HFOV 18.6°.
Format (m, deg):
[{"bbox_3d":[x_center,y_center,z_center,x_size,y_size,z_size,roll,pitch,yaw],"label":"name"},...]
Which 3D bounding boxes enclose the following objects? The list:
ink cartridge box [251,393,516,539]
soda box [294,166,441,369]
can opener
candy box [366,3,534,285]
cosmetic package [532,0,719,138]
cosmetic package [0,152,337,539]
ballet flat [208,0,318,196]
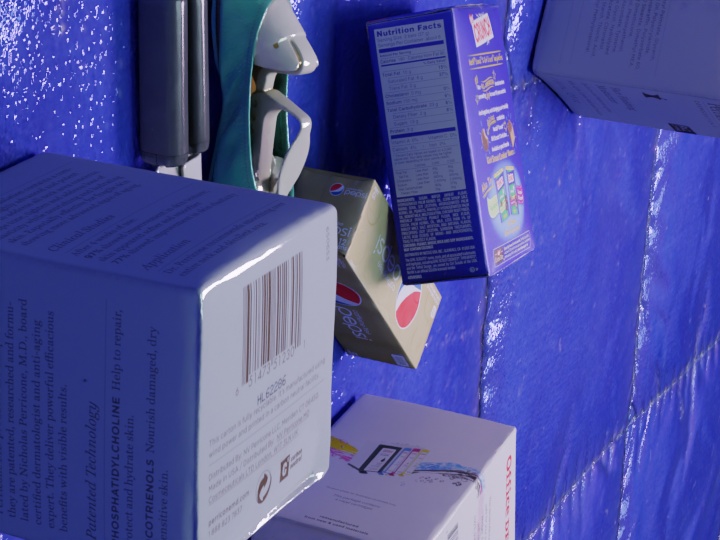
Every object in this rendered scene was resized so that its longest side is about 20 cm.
[{"bbox_3d":[0.022,0.215,1.726,0.200,0.144,0.148,-43,139,-53],"label":"ink cartridge box"},{"bbox_3d":[0.000,0.000,1.680,0.200,0.064,0.068,59,48,-59],"label":"soda box"},{"bbox_3d":[-0.103,-0.085,1.398,0.053,0.066,0.202,-39,136,-57],"label":"can opener"},{"bbox_3d":[0.071,-0.100,1.690,0.169,0.076,0.202,-23,106,-73],"label":"candy box"},{"bbox_3d":[0.291,-0.229,2.072,0.165,0.198,0.166,27,76,-65],"label":"cosmetic package"},{"bbox_3d":[-0.136,0.046,1.214,0.167,0.198,0.168,-34,130,-58],"label":"cosmetic package"},{"bbox_3d":[-0.061,-0.122,1.473,0.067,0.070,0.202,-29,126,-60],"label":"ballet flat"}]
